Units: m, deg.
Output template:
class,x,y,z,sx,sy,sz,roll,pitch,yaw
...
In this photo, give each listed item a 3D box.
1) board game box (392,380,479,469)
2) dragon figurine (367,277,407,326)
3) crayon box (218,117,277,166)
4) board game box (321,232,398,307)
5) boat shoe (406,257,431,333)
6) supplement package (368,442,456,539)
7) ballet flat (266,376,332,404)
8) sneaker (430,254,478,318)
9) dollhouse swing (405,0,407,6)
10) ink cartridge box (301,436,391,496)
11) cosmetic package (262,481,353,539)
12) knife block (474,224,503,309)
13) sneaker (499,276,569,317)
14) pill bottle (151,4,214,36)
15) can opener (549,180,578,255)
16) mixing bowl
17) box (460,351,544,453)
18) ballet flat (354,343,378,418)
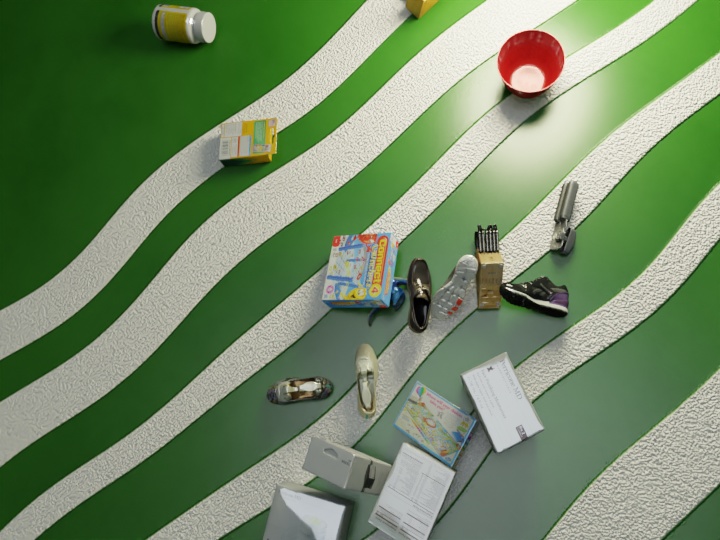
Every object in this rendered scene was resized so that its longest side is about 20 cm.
class,x,y,z,sx,sy,sz,roll,pitch,yaw
board game box,0.195,0.400,1.559,0.197,0.034,0.137,28,82,35
dragon figurine,0.092,0.074,1.688,0.097,0.059,0.205,23,79,17
crayon box,-0.353,-0.411,1.918,0.193,0.052,0.130,-4,74,11
board game box,0.000,0.000,1.688,0.190,0.056,0.206,-3,65,29
boat shoe,0.168,0.067,1.629,0.072,0.073,0.208,-1,85,-11
supplement package,0.135,0.561,1.494,0.147,0.152,0.205,24,80,17
ballet flat,-0.178,0.330,1.667,0.193,0.072,0.075,-9,73,9
sneaker,0.265,0.045,1.662,0.076,0.082,0.202,36,106,3
dollhouse swing,0.208,-0.953,1.902,0.199,0.182,0.177,-41,91,-2
ink cartridge box,-0.032,0.494,1.503,0.142,0.199,0.086,12,74,35
cosmetic package,-0.138,0.675,1.535,0.193,0.123,0.207,11,75,14
knife block,0.352,-0.020,1.666,0.062,0.206,0.177,-1,29,4
sneaker,0.465,0.054,1.604,0.194,0.076,0.090,18,70,-7
pill bottle,-0.606,-0.845,2.057,0.193,0.114,0.118,12,77,15
can opener,0.576,-0.145,1.666,0.065,0.053,0.206,22,78,-17
mixing bowl,0.497,-0.589,1.765,0.193,0.109,0.208,-3,74,10
box,0.349,0.334,1.490,0.128,0.200,0.204,-26,71,3
ballet flat,0.016,0.299,1.638,0.067,0.070,0.207,-7,73,9
